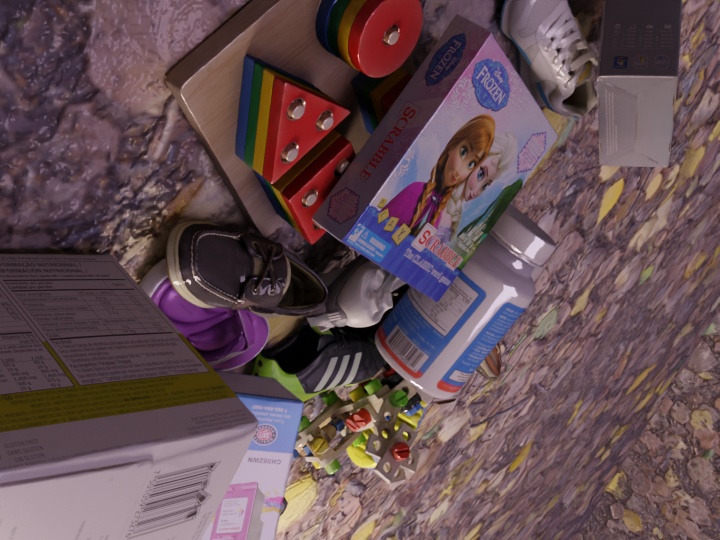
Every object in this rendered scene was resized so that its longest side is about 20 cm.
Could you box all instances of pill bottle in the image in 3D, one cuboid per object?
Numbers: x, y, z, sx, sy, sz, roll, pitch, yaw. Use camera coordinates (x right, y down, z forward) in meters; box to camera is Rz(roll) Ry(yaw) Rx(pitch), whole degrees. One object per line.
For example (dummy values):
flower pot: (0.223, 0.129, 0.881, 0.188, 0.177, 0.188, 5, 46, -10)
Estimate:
pill bottle: (0.114, 0.027, 0.927, 0.200, 0.112, 0.112, -52, 152, 15)

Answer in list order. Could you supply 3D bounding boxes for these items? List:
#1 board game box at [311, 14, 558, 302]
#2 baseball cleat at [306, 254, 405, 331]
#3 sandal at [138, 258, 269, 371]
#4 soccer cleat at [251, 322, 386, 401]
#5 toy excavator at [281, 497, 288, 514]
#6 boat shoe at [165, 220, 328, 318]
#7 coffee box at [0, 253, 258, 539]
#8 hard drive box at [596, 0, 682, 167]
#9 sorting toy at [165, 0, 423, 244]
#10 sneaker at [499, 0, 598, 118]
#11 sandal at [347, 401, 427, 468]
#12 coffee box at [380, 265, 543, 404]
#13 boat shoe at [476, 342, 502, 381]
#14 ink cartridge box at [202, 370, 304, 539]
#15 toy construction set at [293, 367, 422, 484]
board game box: (0.075, -0.085, 0.767, 0.200, 0.041, 0.200, -55, 148, 4)
baseball cleat: (0.000, 0.000, 0.894, 0.200, 0.106, 0.070, -45, 121, -62)
sandal: (-0.131, 0.054, 0.774, 0.083, 0.050, 0.203, -50, 151, -2)
soccer cleat: (-0.031, 0.088, 0.942, 0.199, 0.067, 0.081, -21, 134, -40)
toy excavator: (-0.192, 0.226, 0.851, 0.199, 0.100, 0.195, -35, 147, -11)
boat shoe: (-0.088, 0.001, 0.737, 0.201, 0.066, 0.072, 29, 59, -66)
coffee box: (-0.226, 0.122, 0.562, 0.199, 0.198, 0.200, -1, 125, -52)
hard drive box: (0.298, -0.236, 0.934, 0.156, 0.076, 0.201, 61, 36, -60)
sorting toy: (-0.024, -0.134, 0.694, 0.200, 0.070, 0.199, -44, 150, -13)
sneaker: (0.200, -0.231, 0.892, 0.077, 0.081, 0.200, -48, 150, -2)
sandal: (0.060, 0.176, 1.147, 0.200, 0.079, 0.087, -50, 160, 3)
coffee box: (0.107, 0.044, 1.038, 0.201, 0.114, 0.080, -58, 153, 14)
boat shoe: (0.168, 0.098, 1.228, 0.074, 0.076, 0.200, -53, 152, -3)
ink cartridge box: (-0.144, 0.192, 0.756, 0.144, 0.085, 0.201, 11, 94, -26)
toy construction set: (-0.002, 0.175, 0.987, 0.131, 0.199, 0.093, -34, 105, -33)
